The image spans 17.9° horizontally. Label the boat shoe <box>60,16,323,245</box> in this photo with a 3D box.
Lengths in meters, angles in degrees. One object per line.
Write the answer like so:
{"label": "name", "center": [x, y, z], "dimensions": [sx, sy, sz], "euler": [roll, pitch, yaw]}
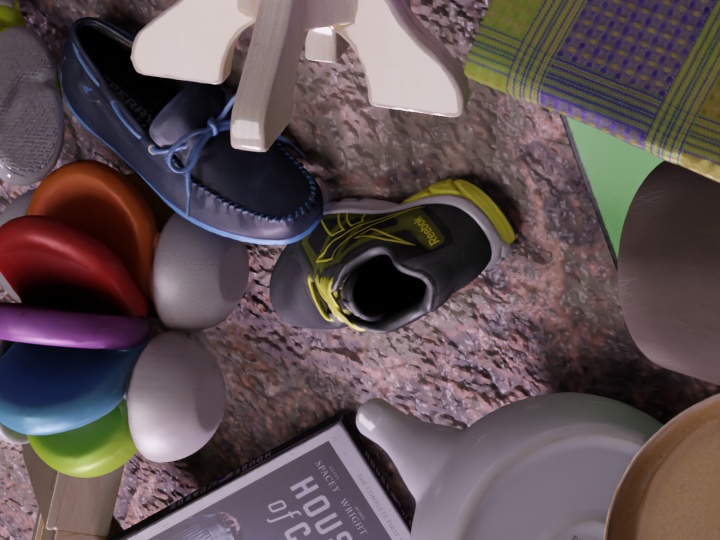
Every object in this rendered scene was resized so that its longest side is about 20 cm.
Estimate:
{"label": "boat shoe", "center": [-0.111, -0.084, 1.392], "dimensions": [0.200, 0.084, 0.069], "euler": [29, 149, 17]}

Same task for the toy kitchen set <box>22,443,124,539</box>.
{"label": "toy kitchen set", "center": [-0.143, 0.147, 1.643], "dimensions": [0.163, 0.180, 0.201], "euler": [-137, 58, -69]}

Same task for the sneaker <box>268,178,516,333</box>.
{"label": "sneaker", "center": [0.000, 0.000, 1.364], "dimensions": [0.200, 0.085, 0.075], "euler": [-23, 105, 49]}

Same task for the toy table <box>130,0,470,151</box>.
{"label": "toy table", "center": [-0.033, -0.150, 1.212], "dimensions": [0.199, 0.184, 0.117], "euler": [15, 119, 22]}

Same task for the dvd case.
{"label": "dvd case", "center": [-0.060, 0.204, 1.546], "dimensions": [0.200, 0.025, 0.151], "euler": [-29, 105, 12]}

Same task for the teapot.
{"label": "teapot", "center": [0.117, 0.160, 1.350], "dimensions": [0.146, 0.197, 0.201], "euler": [-151, 50, -78]}

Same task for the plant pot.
{"label": "plant pot", "center": [0.233, 0.154, 1.259], "dimensions": [0.199, 0.027, 0.201], "euler": [1, 103, 6]}

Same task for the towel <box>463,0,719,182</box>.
{"label": "towel", "center": [0.162, -0.117, 1.091], "dimensions": [0.200, 0.144, 0.023], "euler": [23, 167, 24]}

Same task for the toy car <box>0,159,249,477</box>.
{"label": "toy car", "center": [-0.177, 0.027, 1.448], "dimensions": [0.174, 0.201, 0.150], "euler": [6, 171, 25]}

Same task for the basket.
{"label": "basket", "center": [0.237, 0.004, 1.113], "dimensions": [0.200, 0.136, 0.181], "euler": [5, 106, 44]}

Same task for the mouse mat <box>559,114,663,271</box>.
{"label": "mouse mat", "center": [0.206, -0.034, 1.214], "dimensions": [0.200, 0.008, 0.161], "euler": [1, 123, 42]}

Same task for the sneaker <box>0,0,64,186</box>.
{"label": "sneaker", "center": [-0.254, -0.138, 1.479], "dimensions": [0.201, 0.076, 0.105], "euler": [67, 153, 7]}
